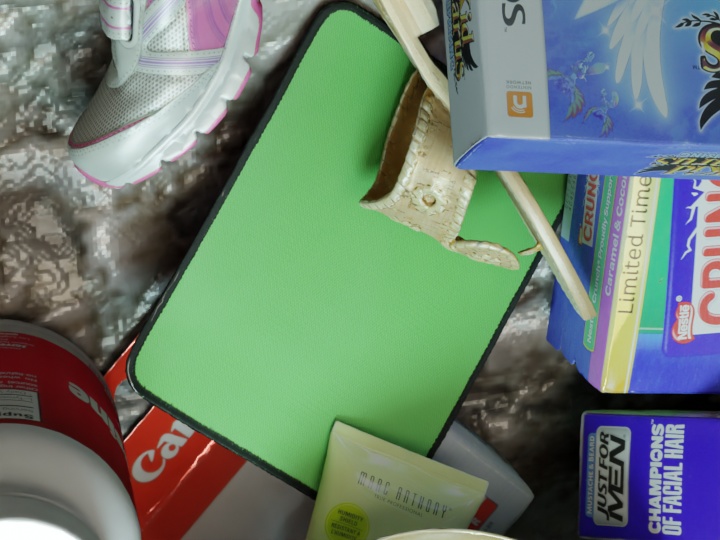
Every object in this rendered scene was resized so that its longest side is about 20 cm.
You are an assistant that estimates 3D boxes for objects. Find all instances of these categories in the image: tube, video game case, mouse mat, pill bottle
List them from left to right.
[{"bbox_3d":[-0.150,0.103,1.156,0.112,0.200,0.113,-3,109,-8],"label":"pill bottle"},{"bbox_3d":[-0.011,0.172,1.224,0.058,0.052,0.201,36,70,-48],"label":"tube"},{"bbox_3d":[0.000,0.000,1.243,0.161,0.008,0.201,33,83,-27],"label":"mouse mat"},{"bbox_3d":[0.132,-0.131,1.181,0.199,0.045,0.182,2,75,-18],"label":"video game case"}]

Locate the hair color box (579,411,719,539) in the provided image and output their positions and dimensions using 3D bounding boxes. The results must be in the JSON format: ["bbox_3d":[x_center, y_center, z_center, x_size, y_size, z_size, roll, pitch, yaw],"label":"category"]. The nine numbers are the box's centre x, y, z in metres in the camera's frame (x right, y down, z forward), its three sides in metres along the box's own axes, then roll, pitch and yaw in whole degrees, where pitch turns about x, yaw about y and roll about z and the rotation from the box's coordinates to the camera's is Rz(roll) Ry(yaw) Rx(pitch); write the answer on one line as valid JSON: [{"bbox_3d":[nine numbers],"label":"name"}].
[{"bbox_3d":[0.209,0.097,1.258,0.109,0.199,0.065,4,85,-47],"label":"hair color box"}]

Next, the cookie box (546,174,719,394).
[{"bbox_3d":[0.199,-0.032,1.279,0.199,0.075,0.172,1,107,-18],"label":"cookie box"}]

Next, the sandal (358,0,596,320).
[{"bbox_3d":[0.024,-0.056,1.216,0.069,0.078,0.212,-29,104,0],"label":"sandal"}]

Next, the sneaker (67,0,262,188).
[{"bbox_3d":[-0.081,-0.132,1.156,0.088,0.081,0.201,24,96,-24],"label":"sneaker"}]

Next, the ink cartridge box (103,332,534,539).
[{"bbox_3d":[-0.040,0.107,1.286,0.200,0.050,0.162,36,98,-31],"label":"ink cartridge box"}]

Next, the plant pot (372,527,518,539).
[{"bbox_3d":[0.037,0.212,1.181,0.199,0.027,0.201,2,77,-7],"label":"plant pot"}]
